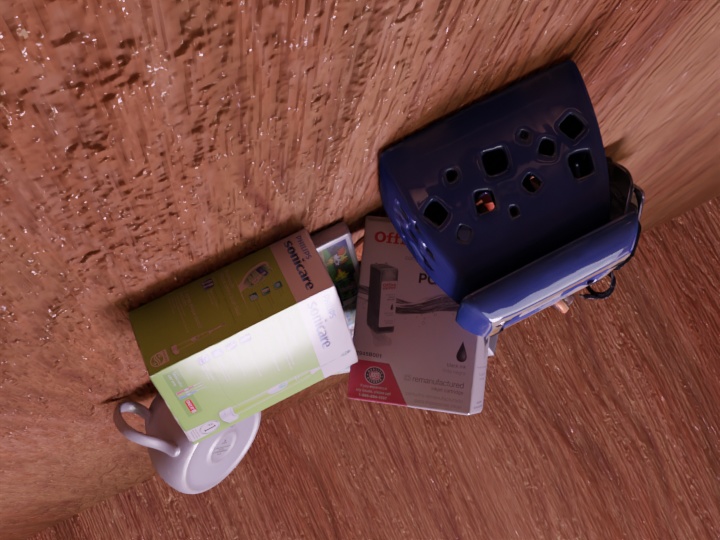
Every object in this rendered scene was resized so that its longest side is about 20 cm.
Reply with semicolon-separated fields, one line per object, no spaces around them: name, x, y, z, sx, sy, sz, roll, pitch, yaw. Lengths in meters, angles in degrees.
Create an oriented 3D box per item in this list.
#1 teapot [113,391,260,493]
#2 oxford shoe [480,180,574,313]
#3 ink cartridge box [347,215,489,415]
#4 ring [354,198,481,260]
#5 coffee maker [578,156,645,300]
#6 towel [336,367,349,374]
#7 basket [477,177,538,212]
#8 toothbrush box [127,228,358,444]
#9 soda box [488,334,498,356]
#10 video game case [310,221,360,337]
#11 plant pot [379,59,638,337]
teapot;-0.257;0.226;1.483;0.197;0.145;0.202;-45;154;-26
oxford shoe;0.188;-0.048;1.061;0.072;0.202;0.071;-31;151;12
ink cartridge box;0.071;0.047;1.082;0.143;0.205;0.085;5;176;16
ring;0.078;-0.057;1.230;0.198;0.019;0.201;-26;170;-5
coffee maker;0.366;-0.059;1.487;0.132;0.196;0.199;-12;174;19
towel;-0.083;0.138;1.568;0.168;0.049;0.200;-10;-177;-1
basket;0.170;-0.024;1.213;0.197;0.138;0.180;-23;-179;0
toothbrush box;-0.115;0.070;1.006;0.197;0.087;0.147;-25;144;-6
soda box;0.155;0.020;1.329;0.063;0.068;0.202;-14;-137;33
video game case;-0.078;0.049;1.100;0.180;0.022;0.201;-26;143;-7
plant pot;0.141;-0.051;0.933;0.197;0.182;0.200;-27;171;-1
